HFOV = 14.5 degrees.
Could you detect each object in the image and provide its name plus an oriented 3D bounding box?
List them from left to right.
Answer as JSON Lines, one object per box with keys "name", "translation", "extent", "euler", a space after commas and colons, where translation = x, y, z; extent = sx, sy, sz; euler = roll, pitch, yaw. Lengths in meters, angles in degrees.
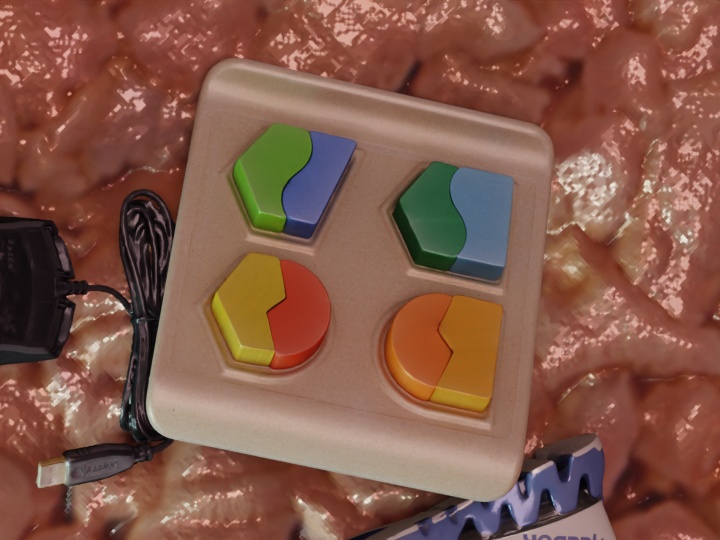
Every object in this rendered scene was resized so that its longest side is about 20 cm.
{"name": "computer mouse", "translation": [-0.176, 0.038, 1.364], "extent": [0.199, 0.046, 0.141], "euler": [-6, 88, -34]}
{"name": "sorting toy", "translation": [0.000, 0.000, 1.379], "extent": [0.184, 0.036, 0.201], "euler": [12, 65, -8]}
{"name": "sneaker", "translation": [0.052, 0.172, 1.394], "extent": [0.199, 0.081, 0.116], "euler": [-25, 91, -9]}
